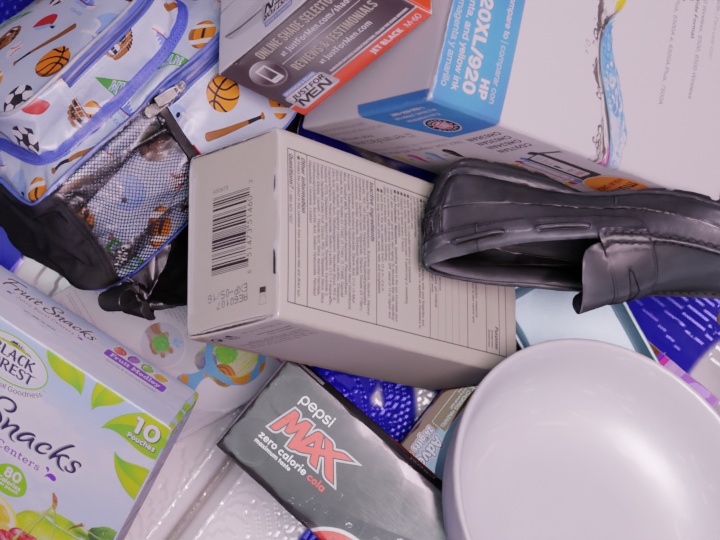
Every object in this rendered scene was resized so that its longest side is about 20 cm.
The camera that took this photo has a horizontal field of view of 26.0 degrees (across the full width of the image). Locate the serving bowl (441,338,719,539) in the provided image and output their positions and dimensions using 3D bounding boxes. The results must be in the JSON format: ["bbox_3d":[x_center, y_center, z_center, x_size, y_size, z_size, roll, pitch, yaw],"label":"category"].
[{"bbox_3d":[0.128,0.142,0.855,0.198,0.066,0.202,12,56,-19],"label":"serving bowl"}]

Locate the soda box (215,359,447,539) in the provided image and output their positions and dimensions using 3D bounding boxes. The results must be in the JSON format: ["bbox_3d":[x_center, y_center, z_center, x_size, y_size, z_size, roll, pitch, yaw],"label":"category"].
[{"bbox_3d":[0.013,0.139,0.900,0.200,0.063,0.071,41,89,4],"label":"soda box"}]

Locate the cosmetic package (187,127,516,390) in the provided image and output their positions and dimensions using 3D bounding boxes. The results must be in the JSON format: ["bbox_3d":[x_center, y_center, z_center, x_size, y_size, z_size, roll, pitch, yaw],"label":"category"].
[{"bbox_3d":[0.000,0.000,0.868,0.073,0.199,0.105,-14,69,39],"label":"cosmetic package"}]

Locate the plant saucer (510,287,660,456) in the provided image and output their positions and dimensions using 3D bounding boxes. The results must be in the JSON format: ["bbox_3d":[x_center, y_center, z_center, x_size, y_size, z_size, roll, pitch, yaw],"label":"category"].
[{"bbox_3d":[0.156,0.088,0.926,0.069,0.019,0.202,-29,86,-2],"label":"plant saucer"}]

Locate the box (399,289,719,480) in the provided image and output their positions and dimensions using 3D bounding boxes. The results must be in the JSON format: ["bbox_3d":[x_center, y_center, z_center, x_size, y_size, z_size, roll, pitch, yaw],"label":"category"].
[{"bbox_3d":[0.104,0.113,0.953,0.136,0.039,0.201,38,86,3],"label":"box"}]

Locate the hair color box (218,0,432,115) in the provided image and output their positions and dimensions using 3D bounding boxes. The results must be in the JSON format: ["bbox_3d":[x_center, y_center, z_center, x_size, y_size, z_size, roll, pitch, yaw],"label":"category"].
[{"bbox_3d":[-0.021,-0.201,0.847,0.063,0.111,0.202,22,53,-33],"label":"hair color box"}]

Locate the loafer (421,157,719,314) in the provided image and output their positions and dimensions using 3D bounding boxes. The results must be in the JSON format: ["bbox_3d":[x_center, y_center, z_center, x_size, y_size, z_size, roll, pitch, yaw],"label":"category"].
[{"bbox_3d":[0.130,-0.007,0.836,0.198,0.068,0.071,10,58,8],"label":"loafer"}]

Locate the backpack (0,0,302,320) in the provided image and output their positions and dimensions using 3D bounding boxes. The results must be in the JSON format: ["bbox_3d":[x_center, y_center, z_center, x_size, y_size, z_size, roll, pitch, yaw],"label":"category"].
[{"bbox_3d":[-0.134,-0.096,0.906,0.190,0.199,0.155,-38,126,-19],"label":"backpack"}]

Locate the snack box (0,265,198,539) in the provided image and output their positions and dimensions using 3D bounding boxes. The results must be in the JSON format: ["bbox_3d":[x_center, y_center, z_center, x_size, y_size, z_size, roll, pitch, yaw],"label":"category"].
[{"bbox_3d":[-0.212,0.082,0.925,0.199,0.053,0.143,32,114,3],"label":"snack box"}]

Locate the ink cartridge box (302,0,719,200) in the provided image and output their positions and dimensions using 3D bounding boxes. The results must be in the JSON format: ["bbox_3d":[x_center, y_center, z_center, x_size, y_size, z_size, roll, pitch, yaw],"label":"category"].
[{"bbox_3d":[0.096,-0.125,0.880,0.198,0.147,0.147,16,81,-28],"label":"ink cartridge box"}]

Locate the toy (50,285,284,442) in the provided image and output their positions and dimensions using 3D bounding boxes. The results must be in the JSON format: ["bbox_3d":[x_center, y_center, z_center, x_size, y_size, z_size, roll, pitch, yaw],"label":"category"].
[{"bbox_3d":[-0.097,0.027,0.958,0.199,0.047,0.116,-30,98,4],"label":"toy"}]

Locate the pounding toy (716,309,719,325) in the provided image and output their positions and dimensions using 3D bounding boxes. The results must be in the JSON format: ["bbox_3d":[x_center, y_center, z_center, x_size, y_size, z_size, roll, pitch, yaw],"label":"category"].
[{"bbox_3d":[0.301,0.104,0.900,0.182,0.142,0.203,-12,85,-1],"label":"pounding toy"}]
